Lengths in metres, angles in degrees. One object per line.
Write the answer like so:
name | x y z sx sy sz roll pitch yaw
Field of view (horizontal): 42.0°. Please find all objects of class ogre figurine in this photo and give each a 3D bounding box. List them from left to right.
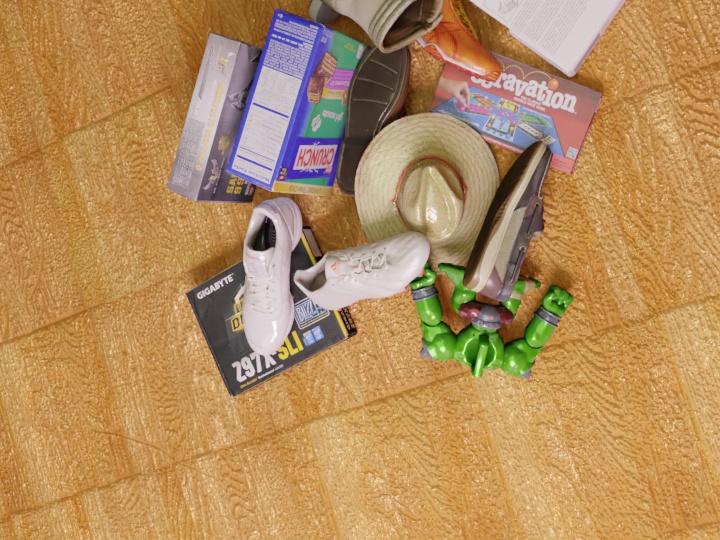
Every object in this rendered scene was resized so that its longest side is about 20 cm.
ogre figurine | 0.147 0.061 1.140 0.196 0.098 0.123 8 99 -18

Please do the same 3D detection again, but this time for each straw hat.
straw hat | 0.087 -0.084 1.129 0.196 0.085 0.206 -1 102 -2

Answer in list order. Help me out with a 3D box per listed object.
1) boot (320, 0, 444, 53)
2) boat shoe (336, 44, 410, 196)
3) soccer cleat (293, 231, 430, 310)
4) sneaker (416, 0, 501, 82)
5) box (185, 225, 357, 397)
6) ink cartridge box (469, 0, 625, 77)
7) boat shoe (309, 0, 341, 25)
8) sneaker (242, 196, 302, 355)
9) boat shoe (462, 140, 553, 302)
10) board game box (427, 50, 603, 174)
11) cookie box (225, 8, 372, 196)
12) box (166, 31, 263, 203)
boot | 0.058 -0.360 1.112 0.200 0.072 0.155 -43 54 0
boat shoe | 0.021 -0.193 1.193 0.071 0.068 0.204 25 103 26
soccer cleat | 0.000 0.000 1.132 0.198 0.077 0.071 -24 49 42
sneaker | 0.102 -0.299 1.135 0.200 0.072 0.078 47 111 26
box | -0.122 0.057 1.269 0.197 0.049 0.162 -27 86 19
ink cartridge box | 0.239 -0.366 1.113 0.175 0.045 0.202 39 104 13
boat shoe | -0.017 -0.413 1.190 0.067 0.071 0.202 38 108 20
sneaker | -0.127 0.008 1.191 0.073 0.099 0.205 7 96 17
boat shoe | 0.184 -0.056 1.105 0.064 0.073 0.203 29 78 -10
board game box | 0.187 -0.203 1.155 0.197 0.019 0.105 24 100 17
cookie box | -0.070 -0.201 1.171 0.074 0.171 0.204 23 101 20
box | -0.166 -0.191 1.212 0.047 0.158 0.204 20 99 17
